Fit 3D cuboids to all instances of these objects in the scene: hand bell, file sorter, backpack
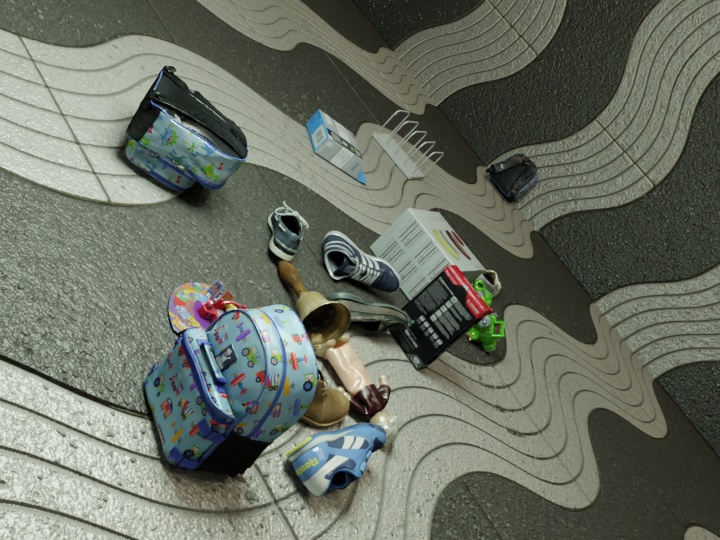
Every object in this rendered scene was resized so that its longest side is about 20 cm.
[{"bbox_3d":[-0.107,0.039,1.373,0.104,0.104,0.200,23,21,-44],"label":"hand bell"},{"bbox_3d":[0.165,-0.420,2.527,0.200,0.124,0.139,51,24,10],"label":"file sorter"},{"bbox_3d":[0.692,-0.416,3.362,0.200,0.190,0.154,55,8,18],"label":"backpack"},{"bbox_3d":[-0.156,0.137,0.951,0.134,0.200,0.183,20,35,-47],"label":"backpack"},{"bbox_3d":[-0.310,-0.234,1.353,0.199,0.147,0.183,32,25,-23],"label":"backpack"}]

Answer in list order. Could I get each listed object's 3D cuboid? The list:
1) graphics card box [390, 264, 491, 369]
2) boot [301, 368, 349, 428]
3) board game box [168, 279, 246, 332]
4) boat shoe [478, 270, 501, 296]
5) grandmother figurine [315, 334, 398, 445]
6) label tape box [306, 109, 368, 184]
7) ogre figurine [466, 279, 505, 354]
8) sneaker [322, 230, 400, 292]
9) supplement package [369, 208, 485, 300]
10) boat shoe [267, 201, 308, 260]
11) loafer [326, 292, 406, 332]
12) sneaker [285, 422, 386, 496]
[{"bbox_3d":[0.159,0.098,1.568,0.126,0.200,0.051,53,24,19],"label":"graphics card box"},{"bbox_3d":[-0.070,0.192,1.174,0.200,0.075,0.074,24,29,-50],"label":"boot"},{"bbox_3d":[-0.200,0.087,1.159,0.200,0.039,0.158,44,23,-6],"label":"board game box"},{"bbox_3d":[0.379,0.033,2.228,0.071,0.069,0.200,53,23,20],"label":"boat shoe"},{"bbox_3d":[0.005,0.209,1.308,0.121,0.061,0.201,-17,66,-35],"label":"grandmother figurine"},{"bbox_3d":[-0.049,-0.340,2.097,0.199,0.066,0.144,27,30,-36],"label":"label tape box"},{"bbox_3d":[0.315,0.124,1.910,0.097,0.201,0.120,3,49,-4],"label":"ogre figurine"},{"bbox_3d":[0.000,0.000,1.614,0.199,0.070,0.109,35,20,-11],"label":"sneaker"},{"bbox_3d":[0.168,-0.029,1.859,0.200,0.147,0.191,53,23,17],"label":"supplement package"},{"bbox_3d":[-0.145,-0.088,1.504,0.075,0.062,0.200,33,18,-14],"label":"boat shoe"},{"bbox_3d":[0.013,0.099,1.503,0.199,0.072,0.063,19,54,-37],"label":"loafer"},{"bbox_3d":[-0.025,0.280,1.118,0.199,0.074,0.083,-1,53,-52],"label":"sneaker"}]
